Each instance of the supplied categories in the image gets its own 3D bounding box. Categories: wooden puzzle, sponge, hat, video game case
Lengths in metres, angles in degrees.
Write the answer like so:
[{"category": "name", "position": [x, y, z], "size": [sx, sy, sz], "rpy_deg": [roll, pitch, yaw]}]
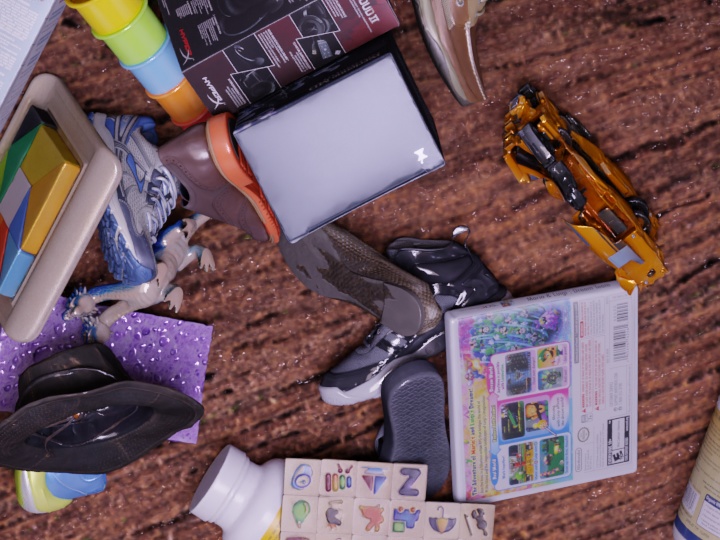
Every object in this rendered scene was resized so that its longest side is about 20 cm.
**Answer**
[{"category": "wooden puzzle", "position": [-0.289, -0.060, 1.640], "size": [0.037, 0.200, 0.186], "rpy_deg": [20, 106, -36]}, {"category": "sponge", "position": [-0.235, 0.087, 1.711], "size": [0.199, 0.030, 0.112], "rpy_deg": [12, 83, -23]}, {"category": "hat", "position": [-0.240, 0.110, 1.631], "size": [0.199, 0.201, 0.081], "rpy_deg": [-20, 66, 4]}, {"category": "video game case", "position": [0.169, 0.114, 1.736], "size": [0.181, 0.024, 0.201], "rpy_deg": [-10, 117, -12]}]

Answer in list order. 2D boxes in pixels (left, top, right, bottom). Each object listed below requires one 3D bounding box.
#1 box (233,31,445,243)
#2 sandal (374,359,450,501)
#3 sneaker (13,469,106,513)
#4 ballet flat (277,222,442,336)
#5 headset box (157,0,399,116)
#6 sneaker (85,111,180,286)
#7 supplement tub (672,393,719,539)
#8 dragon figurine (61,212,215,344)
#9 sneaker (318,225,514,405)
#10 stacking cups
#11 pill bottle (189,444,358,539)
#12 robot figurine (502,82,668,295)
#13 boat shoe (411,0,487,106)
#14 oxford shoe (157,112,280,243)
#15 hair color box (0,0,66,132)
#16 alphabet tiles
[{"category": "box", "position": [-0.018, -0.123, 1.616], "size": [0.148, 0.200, 0.108], "rpy_deg": [-26, 104, 6]}, {"category": "sandal", "position": [0.046, 0.152, 1.745], "size": [0.076, 0.043, 0.201], "rpy_deg": [-13, 135, -20]}, {"category": "sneaker", "position": [-0.275, 0.124, 1.755], "size": [0.104, 0.076, 0.201], "rpy_deg": [-5, 105, -18]}, {"category": "ballet flat", "position": [0.000, 0.000, 1.684], "size": [0.046, 0.200, 0.068], "rpy_deg": [-17, 126, -41]}, {"category": "headset box", "position": [-0.069, -0.242, 1.605], "size": [0.199, 0.149, 0.077], "rpy_deg": [-27, 142, 5]}, {"category": "sneaker", "position": [-0.192, -0.072, 1.643], "size": [0.085, 0.201, 0.077], "rpy_deg": [-9, 139, -12]}, {"category": "supplement tub", "position": [0.383, 0.183, 1.733], "size": [0.143, 0.144, 0.201], "rpy_deg": [16, 105, -5]}, {"category": "dragon figurine", "position": [-0.188, -0.010, 1.686], "size": [0.099, 0.200, 0.059], "rpy_deg": [0, 136, 40]}, {"category": "sneaker", "position": [0.034, 0.036, 1.727], "size": [0.199, 0.076, 0.114], "rpy_deg": [-29, 103, 1]}, {"category": "stacking cups", "position": [-0.181, -0.183, 1.640], "size": [0.060, 0.061, 0.200], "rpy_deg": [-30, 132, 7]}, {"category": "pill bottle", "position": [-0.057, 0.245, 1.763], "size": [0.199, 0.104, 0.105], "rpy_deg": [32, 102, -9]}, {"category": "robot figurine", "position": [0.194, -0.076, 1.668], "size": [0.058, 0.145, 0.200], "rpy_deg": [-39, 108, 21]}, {"category": "boat shoe", "position": [0.079, -0.245, 1.651], "size": [0.073, 0.076, 0.201], "rpy_deg": [-20, 105, 1]}, {"category": "oxford shoe", "position": [-0.120, -0.076, 1.650], "size": [0.072, 0.200, 0.072], "rpy_deg": [-15, 62, 8]}, {"category": "hair color box", "position": [-0.318, -0.188, 1.646], "size": [0.060, 0.099, 0.201], "rpy_deg": [29, 103, -6]}, {"category": "alphabet tiles", "position": [0.023, 0.259, 1.721], "size": [0.199, 0.008, 0.168], "rpy_deg": [4, 92, -10]}]
